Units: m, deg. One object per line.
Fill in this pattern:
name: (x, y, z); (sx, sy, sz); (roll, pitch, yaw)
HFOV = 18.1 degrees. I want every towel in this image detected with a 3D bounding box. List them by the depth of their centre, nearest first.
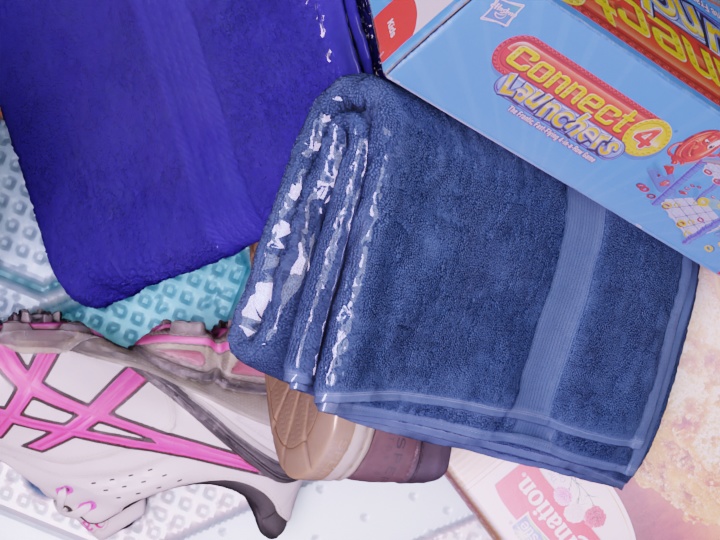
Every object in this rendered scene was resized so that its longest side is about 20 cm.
towel: (0.048, 0.008, 0.785); (0.199, 0.048, 0.113); (18, 89, -46)
towel: (-0.060, -0.077, 0.856); (0.049, 0.199, 0.149); (-14, 86, -46)

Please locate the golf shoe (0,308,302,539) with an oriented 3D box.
golf shoe: (-0.115, 0.061, 0.891); (0.198, 0.073, 0.093); (4, 89, -4)

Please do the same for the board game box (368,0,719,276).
board game box: (0.080, -0.114, 0.817); (0.199, 0.197, 0.056); (27, 127, -37)

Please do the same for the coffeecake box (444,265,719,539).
coffeecake box: (0.132, 0.048, 0.910); (0.200, 0.073, 0.154); (-39, 93, -4)

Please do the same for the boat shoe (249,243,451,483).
boat shoe: (0.000, 0.000, 0.873); (0.064, 0.072, 0.201); (19, 42, -24)
